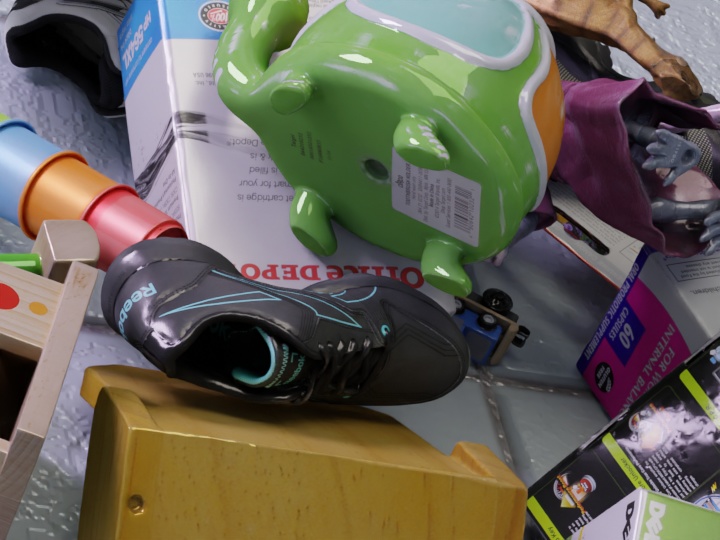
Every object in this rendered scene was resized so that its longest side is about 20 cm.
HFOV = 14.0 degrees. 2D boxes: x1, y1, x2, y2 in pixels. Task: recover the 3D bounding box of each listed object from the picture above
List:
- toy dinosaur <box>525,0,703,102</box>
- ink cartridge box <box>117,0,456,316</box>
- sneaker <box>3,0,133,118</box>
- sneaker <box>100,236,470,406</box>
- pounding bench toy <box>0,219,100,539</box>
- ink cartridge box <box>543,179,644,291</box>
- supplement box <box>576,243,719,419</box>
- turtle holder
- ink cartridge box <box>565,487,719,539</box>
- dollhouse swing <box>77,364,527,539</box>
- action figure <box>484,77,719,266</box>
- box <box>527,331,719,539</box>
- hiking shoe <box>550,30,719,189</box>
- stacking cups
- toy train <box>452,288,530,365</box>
[{"bbox_3d":[0.109,-0.158,1.680,0.200,0.060,0.106,20,41,14],"label":"toy dinosaur"},{"bbox_3d":[-0.042,-0.053,1.562,0.146,0.084,0.200,2,67,-22],"label":"ink cartridge box"},{"bbox_3d":[-0.110,-0.108,1.666,0.200,0.076,0.088,23,44,11],"label":"sneaker"},{"bbox_3d":[-0.031,0.042,1.448,0.200,0.075,0.079,10,24,-27],"label":"sneaker"},{"bbox_3d":[-0.218,0.032,1.389,0.156,0.124,0.200,20,38,-7],"label":"pounding bench toy"},{"bbox_3d":[0.167,-0.037,1.748,0.109,0.050,0.200,40,42,18],"label":"ink cartridge box"},{"bbox_3d":[0.221,0.083,1.597,0.103,0.101,0.200,-7,48,-35],"label":"supplement box"},{"bbox_3d":[0.018,-0.082,1.485,0.185,0.141,0.132,4,46,42],"label":"turtle holder"},{"bbox_3d":[0.148,0.173,1.336,0.076,0.200,0.148,18,66,-11],"label":"ink cartridge box"},{"bbox_3d":[-0.049,0.140,1.433,0.200,0.176,0.182,9,82,-21],"label":"dollhouse swing"},{"bbox_3d":[0.115,-0.082,1.593,0.149,0.134,0.200,-23,30,-34],"label":"action figure"},{"bbox_3d":[0.208,0.132,1.474,0.200,0.193,0.048,54,11,32],"label":"box"},{"bbox_3d":[0.140,-0.071,1.687,0.200,0.076,0.101,34,47,27],"label":"hiking shoe"},{"bbox_3d":[-0.173,-0.048,1.510,0.200,0.061,0.060,27,33,34],"label":"stacking cups"},{"bbox_3d":[0.000,0.000,1.623,0.200,0.034,0.046,25,41,0],"label":"toy train"}]
